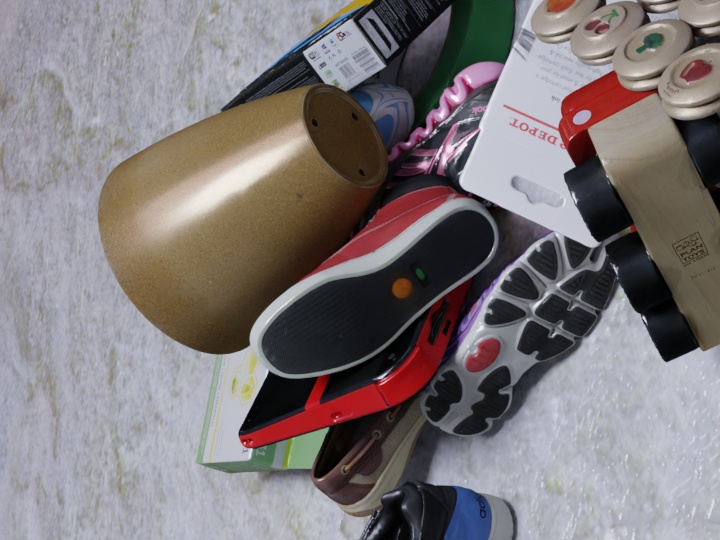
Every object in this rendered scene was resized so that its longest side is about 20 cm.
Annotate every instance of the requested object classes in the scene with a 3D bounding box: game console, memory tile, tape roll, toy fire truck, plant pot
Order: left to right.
[{"bbox_3d":[-0.077,-0.059,1.263,0.199,0.186,0.188,-33,47,34],"label":"plant pot"},{"bbox_3d":[0.003,0.049,1.218,0.176,0.031,0.201,-25,25,35],"label":"game console"},{"bbox_3d":[0.054,-0.193,1.390,0.200,0.048,0.202,-35,45,44],"label":"tape roll"},{"bbox_3d":[0.198,-0.076,0.991,0.128,0.176,0.201,-28,38,12],"label":"toy fire truck"},{"bbox_3d":[0.197,-0.167,0.932,0.153,0.017,0.200,-39,33,-4],"label":"memory tile"}]

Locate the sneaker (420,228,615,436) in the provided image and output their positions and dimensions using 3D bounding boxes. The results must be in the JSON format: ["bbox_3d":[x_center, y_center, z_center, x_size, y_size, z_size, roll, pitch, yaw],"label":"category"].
[{"bbox_3d":[0.106,0.030,1.159,0.200,0.080,0.084,-48,25,27],"label":"sneaker"}]

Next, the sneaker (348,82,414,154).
[{"bbox_3d":[-0.026,-0.095,1.358,0.200,0.072,0.072,-49,51,46],"label":"sneaker"}]

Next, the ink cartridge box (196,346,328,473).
[{"bbox_3d":[-0.064,0.098,1.351,0.199,0.048,0.147,-13,63,57],"label":"ink cartridge box"}]

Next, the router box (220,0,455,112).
[{"bbox_3d":[-0.012,-0.189,1.327,0.199,0.051,0.149,-26,16,49],"label":"router box"}]

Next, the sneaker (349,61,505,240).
[{"bbox_3d":[0.069,-0.070,1.272,0.200,0.079,0.096,-50,51,20],"label":"sneaker"}]

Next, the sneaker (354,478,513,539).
[{"bbox_3d":[0.028,0.246,1.122,0.077,0.111,0.201,26,95,59],"label":"sneaker"}]

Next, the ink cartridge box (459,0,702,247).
[{"bbox_3d":[0.161,-0.129,1.106,0.201,0.115,0.067,-66,-11,7],"label":"ink cartridge box"}]

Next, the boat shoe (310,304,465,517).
[{"bbox_3d":[0.018,0.090,1.236,0.072,0.072,0.201,12,69,49],"label":"boat shoe"}]

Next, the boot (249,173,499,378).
[{"bbox_3d":[0.000,0.000,1.188,0.199,0.073,0.144,-32,20,-3],"label":"boot"}]

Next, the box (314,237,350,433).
[{"bbox_3d":[-0.022,0.049,1.388,0.143,0.036,0.202,-7,69,56],"label":"box"}]
